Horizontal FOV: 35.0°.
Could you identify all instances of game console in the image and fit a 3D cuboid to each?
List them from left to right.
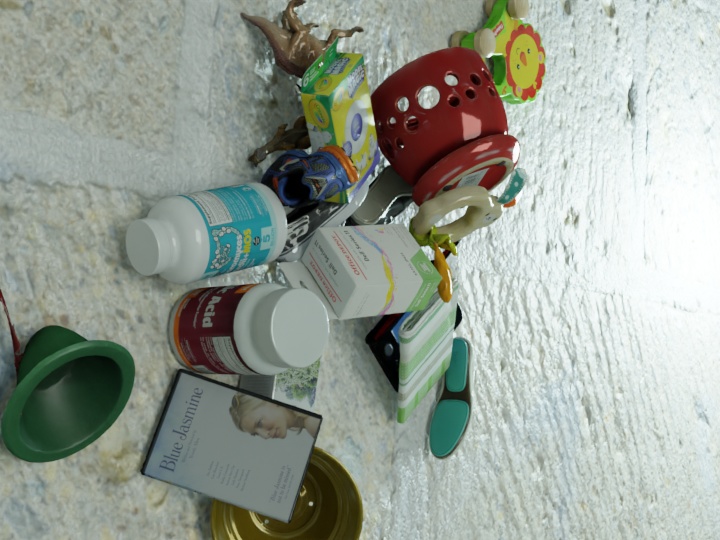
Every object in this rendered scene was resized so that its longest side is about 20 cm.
[{"bbox_3d":[0.110,0.066,1.748,0.200,0.118,0.173,-48,119,-35],"label":"game console"}]

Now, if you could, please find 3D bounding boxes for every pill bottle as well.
[{"bbox_3d":[-0.197,-0.046,1.452,0.199,0.110,0.112,-16,98,-44],"label":"pill bottle"},{"bbox_3d":[-0.141,0.074,1.436,0.114,0.199,0.115,5,83,-45],"label":"pill bottle"}]

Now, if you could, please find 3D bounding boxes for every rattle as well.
[{"bbox_3d":[0.181,-0.056,1.650,0.199,0.143,0.131,-11,135,-24],"label":"rattle"}]

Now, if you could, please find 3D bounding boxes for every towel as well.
[{"bbox_3d":[0.094,0.118,1.713,0.149,0.031,0.201,-44,150,-37],"label":"towel"}]

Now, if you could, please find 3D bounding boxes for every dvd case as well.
[{"bbox_3d":[-0.161,0.221,1.448,0.199,0.018,0.144,18,70,-1],"label":"dvd case"}]

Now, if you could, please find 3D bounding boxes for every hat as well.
[{"bbox_3d":[-0.374,0.092,1.330,0.165,0.176,0.201,-4,128,-47],"label":"hat"}]

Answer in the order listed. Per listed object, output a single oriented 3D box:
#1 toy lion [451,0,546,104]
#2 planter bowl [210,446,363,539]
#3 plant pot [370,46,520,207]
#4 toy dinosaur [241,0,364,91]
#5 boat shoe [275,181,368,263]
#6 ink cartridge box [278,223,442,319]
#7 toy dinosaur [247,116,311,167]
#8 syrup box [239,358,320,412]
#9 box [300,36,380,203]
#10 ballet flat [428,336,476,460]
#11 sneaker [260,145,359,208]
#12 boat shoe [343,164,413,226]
[{"bbox_3d":[0.254,-0.366,1.973,0.200,0.068,0.193,-49,127,-35],"label":"toy lion"},{"bbox_3d":[-0.100,0.317,1.516,0.199,0.083,0.202,-1,95,-7],"label":"planter bowl"},{"bbox_3d":[0.130,-0.201,1.692,0.200,0.200,0.183,-10,65,-45],"label":"plant pot"},{"bbox_3d":[-0.080,-0.298,1.614,0.199,0.086,0.137,20,80,-37],"label":"toy dinosaur"},{"bbox_3d":[-0.065,-0.091,1.625,0.200,0.070,0.067,-44,118,-30],"label":"boat shoe"},{"bbox_3d":[0.000,0.000,1.567,0.199,0.068,0.117,-5,49,-40],"label":"ink cartridge box"},{"bbox_3d":[-0.078,-0.192,1.622,0.199,0.106,0.061,-12,65,-42],"label":"toy dinosaur"},{"bbox_3d":[-0.110,0.140,1.547,0.078,0.081,0.202,18,75,-42],"label":"syrup box"},{"bbox_3d":[-0.026,-0.207,1.565,0.118,0.048,0.201,-56,144,-42],"label":"box"},{"bbox_3d":[0.157,0.208,1.830,0.069,0.069,0.202,23,70,-42],"label":"ballet flat"},{"bbox_3d":[-0.086,-0.118,1.511,0.078,0.200,0.076,-34,101,-30],"label":"sneaker"},{"bbox_3d":[0.036,-0.108,1.740,0.067,0.057,0.200,42,46,8],"label":"boat shoe"}]
